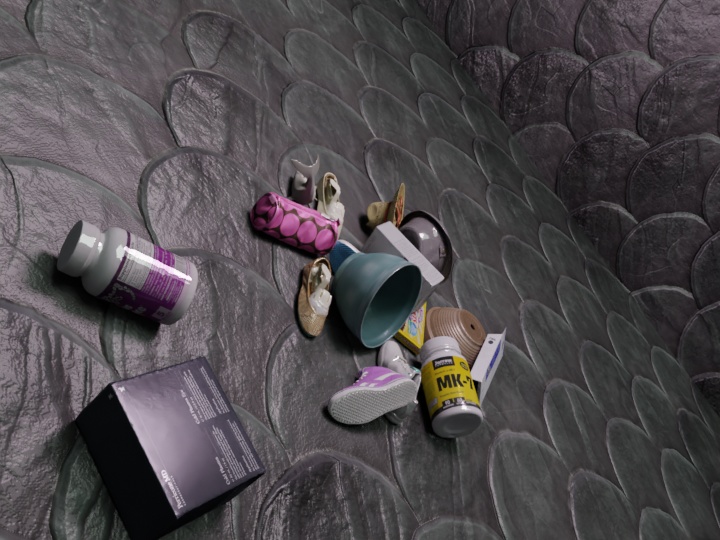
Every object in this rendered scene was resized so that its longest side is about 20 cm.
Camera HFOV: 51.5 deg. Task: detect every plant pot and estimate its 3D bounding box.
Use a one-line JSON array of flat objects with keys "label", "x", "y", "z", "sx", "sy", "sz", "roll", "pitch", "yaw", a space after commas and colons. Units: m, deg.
[{"label": "plant pot", "x": 0.021, "y": 0.043, "z": 1.607, "sx": 0.133, "sy": 0.203, "sz": 0.199, "roll": 34, "pitch": 21, "yaw": 29}, {"label": "plant pot", "x": 0.247, "y": 0.165, "z": 1.855, "sx": 0.200, "sy": 0.092, "sz": 0.203, "roll": 35, "pitch": 34, "yaw": -27}]

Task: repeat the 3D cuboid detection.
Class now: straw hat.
[{"label": "straw hat", "x": 0.058, "y": -0.135, "z": 1.927, "sx": 0.083, "sy": 0.204, "sz": 0.202, "roll": 9, "pitch": 31, "yaw": 9}]

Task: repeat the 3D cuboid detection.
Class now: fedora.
[{"label": "fedora", "x": 0.141, "y": -0.044, "z": 1.865, "sx": 0.175, "sy": 0.204, "sz": 0.090, "roll": 26, "pitch": 35, "yaw": 34}]

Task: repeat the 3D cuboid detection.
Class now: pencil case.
[{"label": "pencil case", "x": -0.138, "y": -0.105, "z": 1.624, "sx": 0.198, "sy": 0.093, "sz": 0.092, "roll": 18, "pitch": 42, "yaw": -42}]

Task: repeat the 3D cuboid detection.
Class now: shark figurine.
[{"label": "shark figurine", "x": -0.142, "y": -0.181, "z": 1.699, "sx": 0.088, "sy": 0.214, "sz": 0.131, "roll": -6, "pitch": 88, "yaw": -13}]

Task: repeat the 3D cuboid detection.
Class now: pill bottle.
[{"label": "pill bottle", "x": -0.366, "y": 0.001, "z": 1.175, "sx": 0.198, "sy": 0.112, "sz": 0.114, "roll": 28, "pitch": 36, "yaw": -33}, {"label": "pill bottle", "x": 0.195, "y": 0.256, "z": 1.658, "sx": 0.113, "sy": 0.114, "sz": 0.202, "roll": 25, "pitch": 37, "yaw": -36}]

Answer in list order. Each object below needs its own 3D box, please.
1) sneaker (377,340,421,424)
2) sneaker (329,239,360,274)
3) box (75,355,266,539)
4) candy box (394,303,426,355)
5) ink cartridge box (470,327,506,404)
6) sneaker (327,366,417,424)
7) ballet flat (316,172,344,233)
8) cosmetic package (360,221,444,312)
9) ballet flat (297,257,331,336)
[{"label": "sneaker", "x": 0.091, "y": 0.222, "z": 1.580, "sx": 0.075, "sy": 0.088, "sz": 0.202, "roll": 28, "pitch": 36, "yaw": -30}, {"label": "sneaker", "x": 0.000, "y": 0.000, "z": 1.728, "sx": 0.200, "sy": 0.076, "sz": 0.081, "roll": 45, "pitch": 22, "yaw": -23}, {"label": "box", "x": -0.264, "y": 0.246, "z": 1.049, "sx": 0.181, "sy": 0.104, "sz": 0.202, "roll": -9, "pitch": 63, "yaw": -58}, {"label": "candy box", "x": 0.114, "y": 0.105, "z": 1.803, "sx": 0.102, "sy": 0.026, "sz": 0.201, "roll": 40, "pitch": 31, "yaw": -20}, {"label": "ink cartridge box", "x": 0.304, "y": 0.231, "z": 1.807, "sx": 0.039, "sy": 0.101, "sz": 0.201, "roll": 15, "pitch": 41, "yaw": 22}, {"label": "sneaker", "x": 0.003, "y": 0.241, "z": 1.475, "sx": 0.197, "sy": 0.074, "sz": 0.114, "roll": -5, "pitch": 19, "yaw": -34}, {"label": "ballet flat", "x": -0.071, "y": -0.159, "z": 1.806, "sx": 0.069, "sy": 0.069, "sz": 0.203, "roll": 25, "pitch": 38, "yaw": -36}, {"label": "cosmetic package", "x": 0.096, "y": -0.010, "z": 1.798, "sx": 0.200, "sy": 0.102, "sz": 0.074, "roll": 45, "pitch": 34, "yaw": 13}, {"label": "ballet flat", "x": -0.091, "y": 0.045, "z": 1.550, "sx": 0.070, "sy": 0.065, "sz": 0.202, "roll": 31, "pitch": 35, "yaw": -30}]
